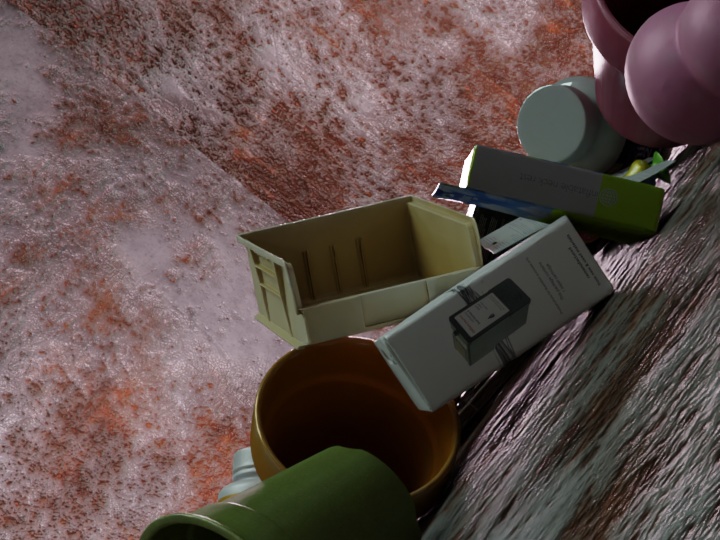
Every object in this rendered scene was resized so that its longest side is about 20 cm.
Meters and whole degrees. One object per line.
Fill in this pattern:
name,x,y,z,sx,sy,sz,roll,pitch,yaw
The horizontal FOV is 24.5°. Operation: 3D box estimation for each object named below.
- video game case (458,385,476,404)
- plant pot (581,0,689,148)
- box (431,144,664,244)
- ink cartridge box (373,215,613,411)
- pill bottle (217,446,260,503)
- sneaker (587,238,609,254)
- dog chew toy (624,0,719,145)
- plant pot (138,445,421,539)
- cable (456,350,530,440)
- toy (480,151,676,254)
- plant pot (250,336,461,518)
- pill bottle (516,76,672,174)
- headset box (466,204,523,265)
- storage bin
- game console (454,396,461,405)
video game case,0.182,0.074,1.877,0.200,0.018,0.143,-53,-1,-6
plant pot,0.309,-0.223,1.629,0.200,0.199,0.179,-51,-18,-28
box,0.170,-0.071,1.528,0.122,0.199,0.048,103,180,-86
ink cartridge box,0.118,0.044,1.521,0.199,0.084,0.146,-33,-3,-4
pill bottle,-0.099,0.291,1.744,0.109,0.109,0.201,125,149,-63
sneaker,0.251,-0.049,1.800,0.200,0.074,0.080,-4,-62,-84
dog chew toy,0.309,-0.187,1.374,0.125,0.124,0.200,-51,6,-35
plant pot,-0.050,0.242,1.370,0.190,0.200,0.200,-34,-14,-42
cable,0.100,0.149,1.752,0.200,0.050,0.097,-53,-4,10
toy,0.222,-0.053,1.657,0.199,0.047,0.115,-30,7,0
plant pot,-0.016,0.199,1.630,0.200,0.199,0.184,-51,-17,-40
pill bottle,0.251,-0.150,1.784,0.111,0.111,0.200,-53,-26,22
headset box,0.154,-0.020,1.829,0.200,0.092,0.175,57,-129,-89
storage bin,0.000,0.000,1.672,0.199,0.094,0.198,-13,13,-16
game console,0.099,0.151,1.987,0.178,0.031,0.200,-62,-2,-16
